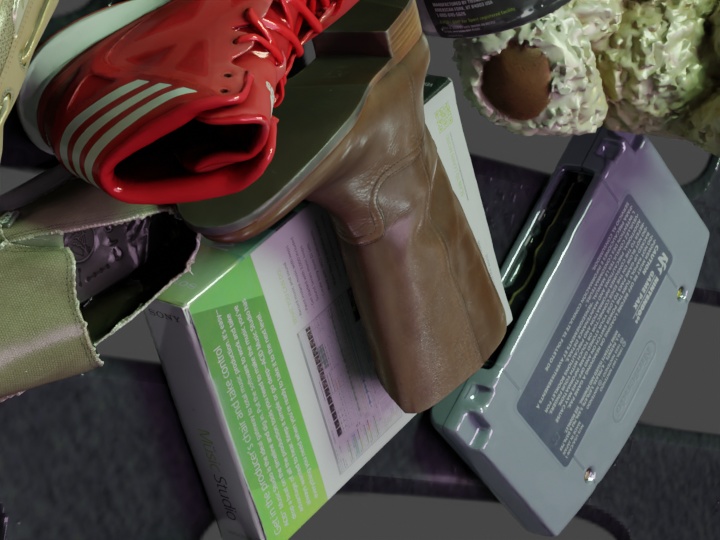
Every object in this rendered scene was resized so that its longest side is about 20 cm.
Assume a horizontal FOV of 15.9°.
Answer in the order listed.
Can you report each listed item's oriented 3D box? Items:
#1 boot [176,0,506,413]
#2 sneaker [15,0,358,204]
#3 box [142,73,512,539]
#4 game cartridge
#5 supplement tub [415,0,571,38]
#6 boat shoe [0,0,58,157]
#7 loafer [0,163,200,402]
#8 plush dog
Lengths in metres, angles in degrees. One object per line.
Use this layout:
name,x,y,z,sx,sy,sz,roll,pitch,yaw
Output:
boot,0.000,0.000,1.140,0.186,0.064,0.200,-50,137,-41
sneaker,-0.034,-0.090,1.045,0.200,0.116,0.078,-39,131,-6
box,-0.011,0.017,1.215,0.200,0.036,0.145,-42,130,-37
game cartridge,0.116,0.033,1.372,0.133,0.041,0.200,48,64,-41
supplement tub,0.034,-0.213,1.136,0.123,0.122,0.200,-50,133,-30
boat shoe,-0.164,-0.049,0.983,0.065,0.071,0.200,38,70,-47
loafer,-0.140,0.012,1.028,0.200,0.070,0.075,-39,128,-37
plush dog,0.152,-0.153,1.285,0.160,0.200,0.172,-79,178,-76
